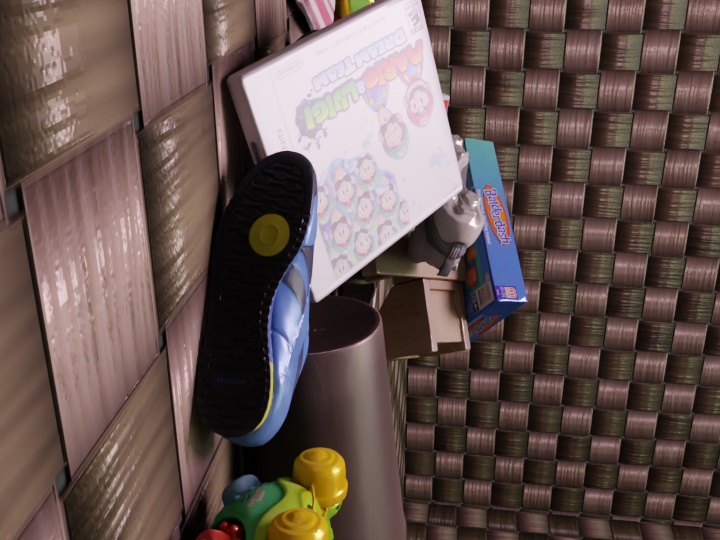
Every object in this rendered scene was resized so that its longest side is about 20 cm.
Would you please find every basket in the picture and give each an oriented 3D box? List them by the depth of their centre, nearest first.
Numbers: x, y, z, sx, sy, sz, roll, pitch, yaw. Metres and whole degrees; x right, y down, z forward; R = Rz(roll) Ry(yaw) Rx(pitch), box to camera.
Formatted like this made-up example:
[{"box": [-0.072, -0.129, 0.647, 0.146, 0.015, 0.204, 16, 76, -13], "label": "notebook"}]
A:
[{"box": [-0.031, 0.137, 0.682, 0.181, 0.133, 0.205, -91, 177, -69], "label": "basket"}]

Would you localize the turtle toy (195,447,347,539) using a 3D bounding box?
[{"box": [-0.066, 0.208, 0.509, 0.200, 0.099, 0.149, -62, 154, -73], "label": "turtle toy"}]

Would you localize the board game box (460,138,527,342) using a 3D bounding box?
[{"box": [0.122, -0.028, 0.962, 0.152, 0.044, 0.204, 133, -46, -57], "label": "board game box"}]

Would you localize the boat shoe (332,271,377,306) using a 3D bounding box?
[{"box": [-0.005, 0.001, 1.094, 0.065, 0.070, 0.204, -83, 179, -64], "label": "boat shoe"}]

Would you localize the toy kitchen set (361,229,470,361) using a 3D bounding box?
[{"box": [0.000, 0.000, 0.904, 0.161, 0.178, 0.205, 5, 75, -50], "label": "toy kitchen set"}]

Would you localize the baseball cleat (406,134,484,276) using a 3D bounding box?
[{"box": [0.072, -0.073, 0.828, 0.202, 0.068, 0.108, -92, -156, -55], "label": "baseball cleat"}]

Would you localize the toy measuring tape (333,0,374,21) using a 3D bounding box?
[{"box": [0.002, -0.287, 0.888, 0.201, 0.072, 0.075, 119, -17, -51], "label": "toy measuring tape"}]

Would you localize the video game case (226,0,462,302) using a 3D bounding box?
[{"box": [0.000, -0.104, 0.651, 0.199, 0.023, 0.185, -37, 122, -34], "label": "video game case"}]

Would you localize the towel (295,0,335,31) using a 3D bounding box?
[{"box": [-0.043, -0.343, 0.817, 0.146, 0.029, 0.205, 21, 75, -83], "label": "towel"}]

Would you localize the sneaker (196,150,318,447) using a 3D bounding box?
[{"box": [-0.065, 0.020, 0.570, 0.078, 0.064, 0.205, 42, 55, -71], "label": "sneaker"}]

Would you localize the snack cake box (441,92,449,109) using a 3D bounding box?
[{"box": [0.029, -0.121, 0.975, 0.114, 0.067, 0.204, -12, 122, -49], "label": "snack cake box"}]

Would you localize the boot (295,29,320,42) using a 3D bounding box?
[{"box": [0.010, -0.138, 0.815, 0.214, 0.078, 0.158, 61, 7, 4], "label": "boot"}]
